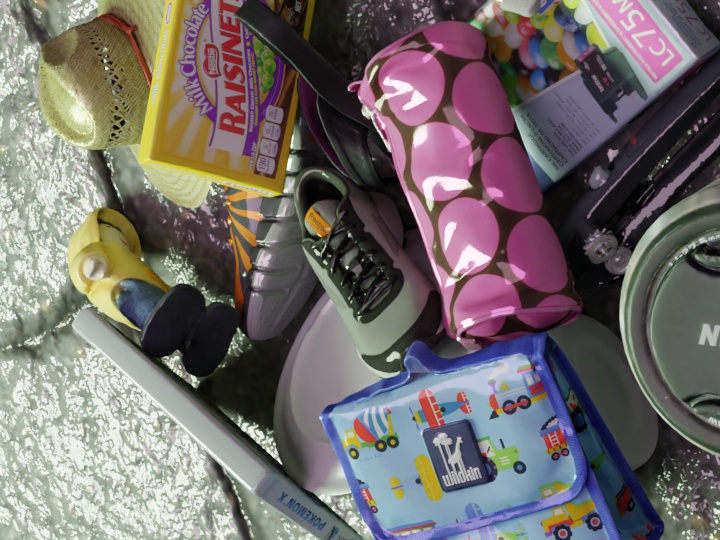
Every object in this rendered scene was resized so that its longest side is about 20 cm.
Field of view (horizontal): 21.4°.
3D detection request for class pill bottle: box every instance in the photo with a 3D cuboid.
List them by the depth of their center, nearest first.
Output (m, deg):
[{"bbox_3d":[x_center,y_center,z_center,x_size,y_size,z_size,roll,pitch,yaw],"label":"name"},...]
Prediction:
[{"bbox_3d":[0.092,0.121,1.287,0.199,0.111,0.112,-35,85,33],"label":"pill bottle"}]

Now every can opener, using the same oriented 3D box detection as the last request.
[{"bbox_3d":[0.186,-0.066,1.197,0.063,0.079,0.200,28,114,-22],"label":"can opener"}]

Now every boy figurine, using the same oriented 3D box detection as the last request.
[{"bbox_3d":[-0.159,0.013,1.403,0.065,0.124,0.200,-58,34,4],"label":"boy figurine"}]

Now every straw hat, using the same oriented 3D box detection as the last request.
[{"bbox_3d":[-0.181,-0.131,1.345,0.201,0.084,0.203,41,139,48],"label":"straw hat"}]

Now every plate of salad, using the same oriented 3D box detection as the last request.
[{"bbox_3d":[0.017,0.064,1.298,0.199,0.202,0.048,-28,133,34],"label":"plate of salad"}]

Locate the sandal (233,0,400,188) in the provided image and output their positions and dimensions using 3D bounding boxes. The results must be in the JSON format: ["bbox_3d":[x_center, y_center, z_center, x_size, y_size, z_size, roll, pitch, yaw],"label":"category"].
[{"bbox_3d":[-0.017,-0.102,1.274,0.200,0.075,0.048,41,90,-26],"label":"sandal"}]

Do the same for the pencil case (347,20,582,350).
[{"bbox_3d":[0.065,-0.049,1.195,0.093,0.091,0.202,-21,76,6],"label":"pencil case"}]

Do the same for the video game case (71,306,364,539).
[{"bbox_3d":[-0.099,0.117,1.354,0.200,0.182,0.022,38,85,30],"label":"video game case"}]

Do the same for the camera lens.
[{"bbox_3d":[0.252,0.013,1.105,0.159,0.200,0.162,9,109,29],"label":"camera lens"}]

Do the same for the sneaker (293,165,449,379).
[{"bbox_3d":[0.000,0.000,1.260,0.074,0.079,0.201,-44,36,12],"label":"sneaker"}]

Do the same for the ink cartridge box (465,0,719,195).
[{"bbox_3d":[0.123,-0.130,1.223,0.120,0.042,0.200,53,135,5],"label":"ink cartridge box"}]

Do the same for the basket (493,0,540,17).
[{"bbox_3d":[0.081,-0.268,1.067,0.122,0.136,0.201,21,118,3],"label":"basket"}]

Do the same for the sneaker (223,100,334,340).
[{"bbox_3d":[-0.079,-0.057,1.371,0.111,0.077,0.202,19,103,30],"label":"sneaker"}]

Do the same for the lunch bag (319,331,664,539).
[{"bbox_3d":[0.078,0.125,1.173,0.149,0.094,0.201,-18,114,23],"label":"lunch bag"}]

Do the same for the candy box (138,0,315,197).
[{"bbox_3d":[-0.084,-0.159,1.279,0.026,0.101,0.202,-6,74,63],"label":"candy box"}]
